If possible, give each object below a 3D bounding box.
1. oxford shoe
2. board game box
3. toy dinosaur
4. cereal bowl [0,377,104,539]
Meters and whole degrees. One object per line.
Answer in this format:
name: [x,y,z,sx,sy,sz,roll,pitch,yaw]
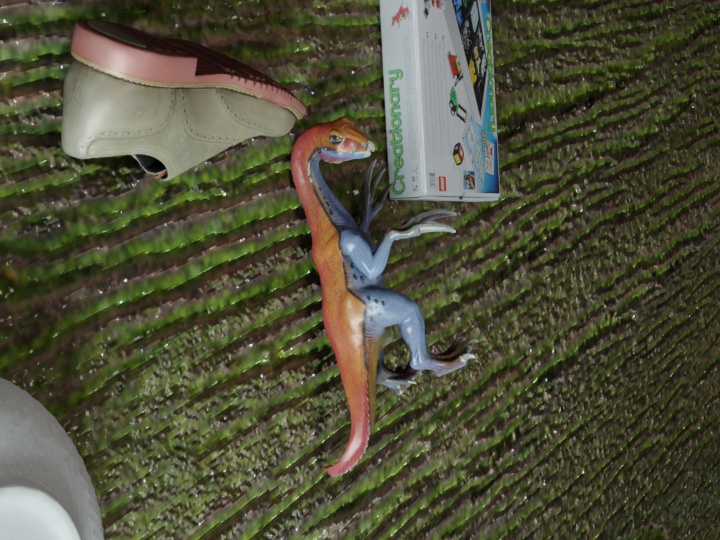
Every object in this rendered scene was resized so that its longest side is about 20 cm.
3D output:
oxford shoe: [-0.102,-0.090,0.751,0.199,0.070,0.076,3,111,-59]
board game box: [0.063,-0.156,1.027,0.126,0.034,0.204,-2,90,-57]
toy dinosaur: [0.000,0.000,0.874,0.182,0.104,0.201,48,59,-18]
cereal bowl: [-0.181,0.139,0.573,0.199,0.082,0.204,9,79,-56]
